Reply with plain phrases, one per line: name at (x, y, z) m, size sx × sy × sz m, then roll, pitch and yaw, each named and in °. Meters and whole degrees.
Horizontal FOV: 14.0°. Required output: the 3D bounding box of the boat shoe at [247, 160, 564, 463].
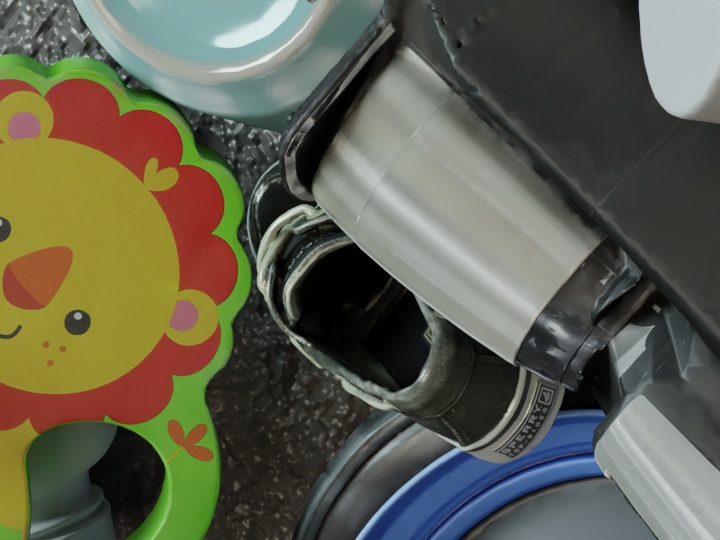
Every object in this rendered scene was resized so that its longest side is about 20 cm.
boat shoe at (0.000, 0.000, 1.041) m, size 0.200 × 0.064 × 0.071 m, roll 39°, pitch 105°, yaw 55°

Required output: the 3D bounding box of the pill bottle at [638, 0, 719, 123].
pill bottle at (0.186, -0.081, 0.819) m, size 0.199 × 0.113 × 0.114 m, roll 4°, pitch 110°, yaw -12°

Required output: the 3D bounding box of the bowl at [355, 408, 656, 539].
bowl at (0.077, 0.150, 1.014) m, size 0.200 × 0.039 × 0.202 m, roll -8°, pitch 70°, yaw 23°

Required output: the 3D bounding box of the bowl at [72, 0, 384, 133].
bowl at (-0.033, -0.133, 1.051) m, size 0.200 × 0.105 × 0.202 m, roll 8°, pitch 109°, yaw 26°

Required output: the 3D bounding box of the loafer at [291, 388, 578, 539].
loafer at (0.041, 0.065, 1.090) m, size 0.072 × 0.073 × 0.200 m, roll 39°, pitch 119°, yaw 7°

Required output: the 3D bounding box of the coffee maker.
coffee maker at (0.103, -0.029, 0.906) m, size 0.200 × 0.135 × 0.192 m, roll 43°, pitch 117°, yaw 13°

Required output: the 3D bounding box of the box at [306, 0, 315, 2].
box at (0.063, -0.180, 0.897) m, size 0.041 × 0.156 × 0.200 m, roll 42°, pitch 136°, yaw -22°

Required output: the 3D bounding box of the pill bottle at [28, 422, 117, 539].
pill bottle at (-0.156, 0.025, 1.156) m, size 0.108 × 0.109 × 0.201 m, roll -6°, pitch 102°, yaw 28°

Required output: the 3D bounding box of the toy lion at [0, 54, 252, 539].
toy lion at (-0.117, 0.031, 1.071) m, size 0.191 × 0.069 × 0.200 m, roll -32°, pitch 106°, yaw 0°
